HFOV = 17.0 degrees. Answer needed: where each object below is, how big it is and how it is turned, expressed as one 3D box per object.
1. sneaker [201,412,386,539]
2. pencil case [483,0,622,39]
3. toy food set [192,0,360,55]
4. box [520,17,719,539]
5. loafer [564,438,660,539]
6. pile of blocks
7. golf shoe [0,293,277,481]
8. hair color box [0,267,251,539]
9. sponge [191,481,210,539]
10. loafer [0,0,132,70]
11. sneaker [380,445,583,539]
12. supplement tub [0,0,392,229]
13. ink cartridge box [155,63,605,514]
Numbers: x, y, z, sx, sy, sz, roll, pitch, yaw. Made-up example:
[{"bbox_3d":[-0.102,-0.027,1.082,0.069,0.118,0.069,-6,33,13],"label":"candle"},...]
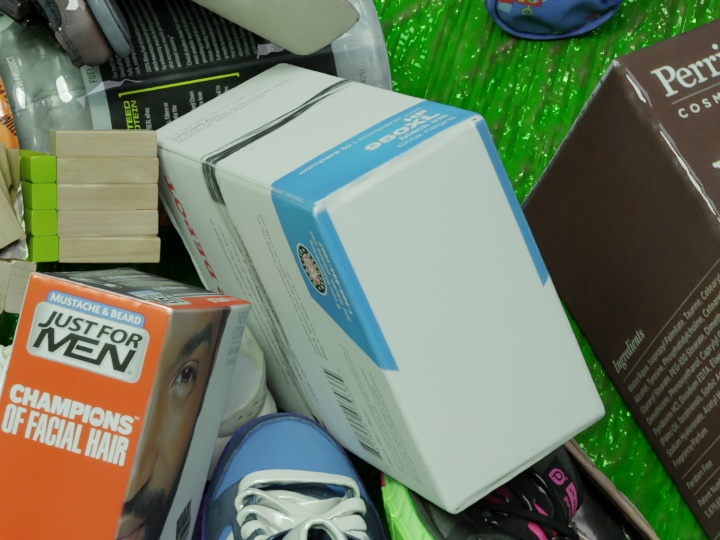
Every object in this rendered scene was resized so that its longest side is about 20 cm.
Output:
[{"bbox_3d":[-0.016,0.113,0.945,0.081,0.146,0.200,3,54,-9],"label":"sneaker"},{"bbox_3d":[0.099,-0.224,1.291,0.087,0.078,0.200,-7,65,7],"label":"pencil case"},{"bbox_3d":[-0.092,-0.184,1.068,0.143,0.060,0.200,24,23,-39],"label":"toy food set"},{"bbox_3d":[0.210,-0.008,1.161,0.166,0.164,0.200,-23,72,-24],"label":"box"},{"bbox_3d":[0.071,0.083,1.137,0.200,0.063,0.072,45,61,10],"label":"loafer"},{"bbox_3d":[-0.180,-0.009,1.041,0.200,0.062,0.082,-27,105,-18],"label":"pile of blocks"},{"bbox_3d":[-0.137,0.050,1.052,0.200,0.092,0.075,-7,46,-6],"label":"golf shoe"},{"bbox_3d":[-0.108,0.102,0.955,0.064,0.111,0.200,14,94,13],"label":"hair color box"},{"bbox_3d":[-0.061,0.126,1.061,0.112,0.030,0.200,-24,50,-26],"label":"sponge"},{"bbox_3d":[-0.159,-0.145,1.076,0.063,0.072,0.200,-29,46,-3],"label":"loafer"},{"bbox_3d":[0.055,0.104,1.020,0.084,0.077,0.200,-17,31,3],"label":"sneaker"},{"bbox_3d":[-0.095,-0.081,1.142,0.200,0.123,0.123,-11,67,-21],"label":"supplement tub"},{"bbox_3d":[0.000,0.000,1.024,0.084,0.200,0.145,-31,112,-17],"label":"ink cartridge box"}]
